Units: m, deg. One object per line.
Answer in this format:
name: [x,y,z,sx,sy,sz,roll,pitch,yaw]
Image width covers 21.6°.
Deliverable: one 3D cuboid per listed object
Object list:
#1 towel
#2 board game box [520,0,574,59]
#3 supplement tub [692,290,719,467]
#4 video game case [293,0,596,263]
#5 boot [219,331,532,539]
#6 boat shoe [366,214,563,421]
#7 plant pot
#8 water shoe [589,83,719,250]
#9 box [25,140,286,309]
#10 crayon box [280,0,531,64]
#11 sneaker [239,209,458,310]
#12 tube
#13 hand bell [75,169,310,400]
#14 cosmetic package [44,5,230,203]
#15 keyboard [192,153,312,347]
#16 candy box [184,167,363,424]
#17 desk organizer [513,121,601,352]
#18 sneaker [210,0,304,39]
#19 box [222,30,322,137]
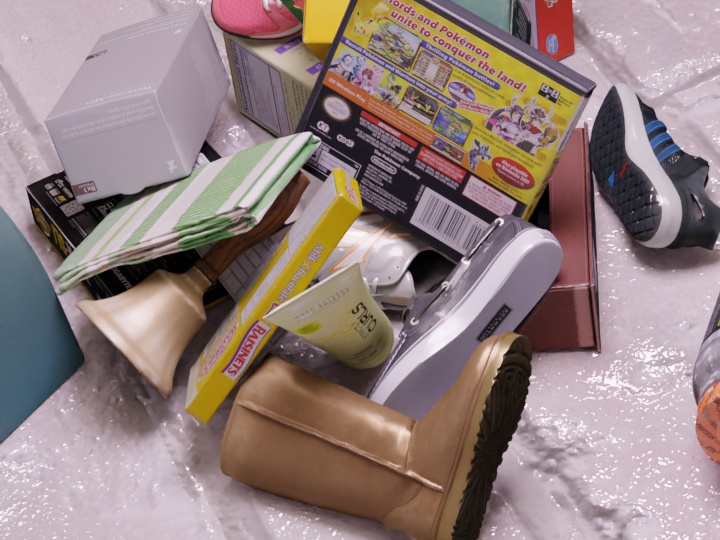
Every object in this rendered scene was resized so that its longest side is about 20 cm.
towel: [-0.136,-0.047,1.482,0.200,0.023,0.153,-19,21,30]
board game box: [0.137,-0.310,1.734,0.040,0.200,0.153,-23,44,-16]
supplement tub: [0.312,0.052,1.364,0.122,0.123,0.200,10,45,21]
video game case: [0.058,-0.115,1.462,0.200,0.181,0.025,31,30,11]
boot: [0.007,0.100,1.356,0.200,0.066,0.176,20,90,27]
boat shoe: [0.066,0.038,1.427,0.200,0.070,0.066,-51,47,2]
plant pot: [-0.329,0.018,1.460,0.141,0.200,0.141,21,49,29]
water shoe: [0.248,-0.081,1.578,0.079,0.072,0.200,12,37,-18]
box: [-0.173,-0.039,1.608,0.159,0.049,0.200,-25,44,-21]
crayon box: [0.033,-0.194,1.539,0.199,0.126,0.052,2,83,12]
sneaker: [0.000,0.000,1.519,0.200,0.076,0.092,-23,54,-8]
tube: [-0.017,0.035,1.394,0.052,0.200,0.058,17,81,14]
hand bell: [-0.115,-0.005,1.472,0.200,0.104,0.104,-45,50,-7]
cosmetic package: [-0.186,-0.143,1.607,0.107,0.090,0.200,-14,23,13]
keyboard: [-0.100,-0.019,1.513,0.056,0.011,0.200,-46,50,6]
candy box: [-0.066,0.017,1.414,0.200,0.026,0.102,-54,13,10]
desk organizer: [0.150,-0.027,1.520,0.077,0.072,0.200,-4,42,9]
sneaker: [-0.041,-0.253,1.616,0.199,0.087,0.074,-11,82,14]
box: [0.009,-0.180,1.693,0.176,0.097,0.200,-34,48,-25]
